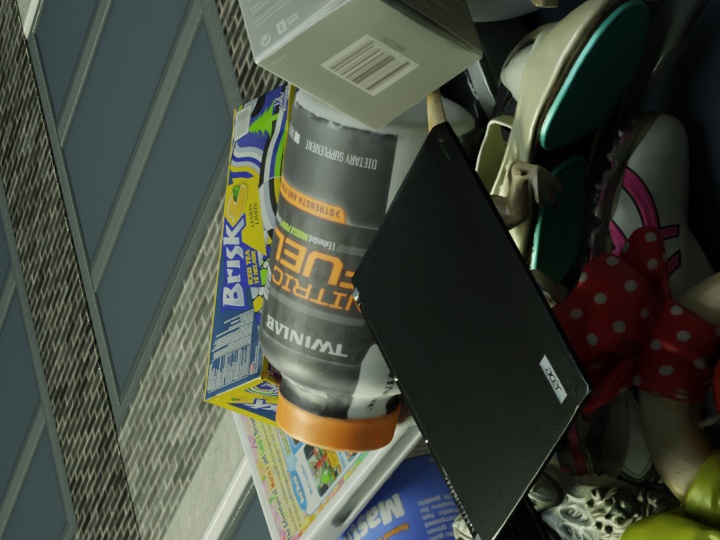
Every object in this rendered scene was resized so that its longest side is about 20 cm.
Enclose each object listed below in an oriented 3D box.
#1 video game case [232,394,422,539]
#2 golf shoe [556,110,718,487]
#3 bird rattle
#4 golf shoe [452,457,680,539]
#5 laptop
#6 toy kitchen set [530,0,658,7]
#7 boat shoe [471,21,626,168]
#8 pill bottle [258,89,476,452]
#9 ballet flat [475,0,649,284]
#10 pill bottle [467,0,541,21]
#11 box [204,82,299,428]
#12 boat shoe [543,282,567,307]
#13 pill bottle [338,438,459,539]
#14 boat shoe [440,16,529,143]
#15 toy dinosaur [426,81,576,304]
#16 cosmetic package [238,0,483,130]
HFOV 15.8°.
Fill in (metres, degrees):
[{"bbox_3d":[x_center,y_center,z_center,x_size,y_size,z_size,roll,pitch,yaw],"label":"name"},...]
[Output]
[{"bbox_3d":[-0.015,0.058,1.608,0.182,0.024,0.200,-52,37,26],"label":"video game case"},{"bbox_3d":[0.160,0.015,1.362,0.073,0.092,0.201,51,-133,-72],"label":"golf shoe"},{"bbox_3d":[0.181,0.063,1.252,0.163,0.113,0.201,-26,62,24],"label":"bird rattle"},{"bbox_3d":[0.148,0.139,1.394,0.199,0.097,0.079,21,108,36],"label":"golf shoe"},{"bbox_3d":[0.077,0.056,1.284,0.103,0.200,0.178,-34,54,12],"label":"laptop"},{"bbox_3d":[0.118,-0.209,1.293,0.181,0.162,0.201,-128,40,-54],"label":"toy kitchen set"},{"bbox_3d":[0.098,-0.061,1.461,0.200,0.072,0.063,114,176,-55],"label":"boat shoe"},{"bbox_3d":[0.000,0.000,1.477,0.106,0.106,0.201,-138,52,-60],"label":"pill bottle"},{"bbox_3d":[0.096,-0.077,1.377,0.070,0.069,0.201,-118,34,-45],"label":"ballet flat"},{"bbox_3d":[0.062,-0.252,1.492,0.112,0.111,0.201,120,141,-53],"label":"pill bottle"},{"bbox_3d":[-0.044,-0.010,1.599,0.064,0.070,0.201,-21,56,47],"label":"box"},{"bbox_3d":[0.112,0.045,1.473,0.200,0.065,0.073,-152,62,-65],"label":"boat shoe"},{"bbox_3d":[0.050,0.186,1.586,0.112,0.111,0.201,112,147,-46],"label":"pill bottle"},{"bbox_3d":[0.060,-0.156,1.553,0.060,0.075,0.201,-39,56,48],"label":"boat shoe"},{"bbox_3d":[0.060,-0.022,1.349,0.101,0.058,0.201,-17,89,63],"label":"toy dinosaur"},{"bbox_3d":[-0.016,-0.187,1.386,0.090,0.107,0.201,-32,55,28],"label":"cosmetic package"}]
